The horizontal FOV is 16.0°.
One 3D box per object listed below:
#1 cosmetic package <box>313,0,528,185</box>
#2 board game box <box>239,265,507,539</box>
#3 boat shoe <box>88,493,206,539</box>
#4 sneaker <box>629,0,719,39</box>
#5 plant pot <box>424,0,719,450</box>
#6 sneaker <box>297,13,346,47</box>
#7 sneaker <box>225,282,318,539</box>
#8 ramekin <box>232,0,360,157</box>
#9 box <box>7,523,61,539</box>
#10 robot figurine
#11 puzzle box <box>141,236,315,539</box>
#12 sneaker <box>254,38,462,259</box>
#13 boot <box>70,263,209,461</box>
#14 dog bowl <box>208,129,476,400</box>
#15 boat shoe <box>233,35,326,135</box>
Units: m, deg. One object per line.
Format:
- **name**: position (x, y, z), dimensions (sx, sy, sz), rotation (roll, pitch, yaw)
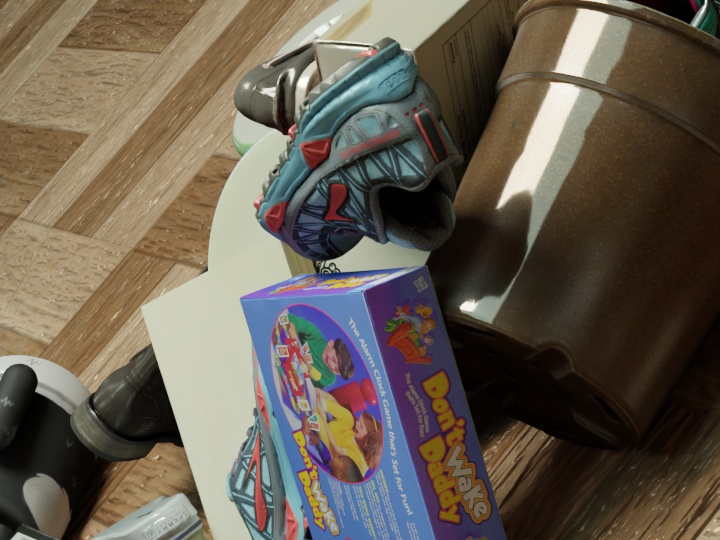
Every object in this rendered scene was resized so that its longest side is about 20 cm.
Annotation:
- **cosmetic package**: position (0.059, -0.134, 1.529), dimensions (0.071, 0.105, 0.200), rotation (9, 34, 31)
- **board game box**: position (0.011, 0.101, 1.424), dimensions (0.045, 0.200, 0.134), rotation (-21, 9, -31)
- **boat shoe**: position (-0.138, 0.190, 1.691), dimensions (0.072, 0.062, 0.200), rotation (-31, 1, -14)
- **sneaker**: position (0.210, -0.161, 1.600), dimensions (0.084, 0.121, 0.200), rotation (3, 50, 38)
- **plant pot**: position (0.132, -0.020, 1.442), dimensions (0.200, 0.200, 0.198), rotation (-1, 55, 59)
- **sneaker**: position (0.029, -0.128, 1.687), dimensions (0.200, 0.075, 0.081), rotation (-15, -30, -42)
- **sneaker**: position (-0.050, 0.108, 1.526), dimensions (0.096, 0.200, 0.079), rotation (-8, -1, 42)
- **ramekin**: position (-0.004, -0.126, 1.959), dimensions (0.200, 0.098, 0.200), rotation (-37, 24, 20)
- **box**: position (-0.130, 0.254, 1.393), dimensions (0.124, 0.200, 0.149), rotation (-50, 22, -15)
- **robot figurine**: position (-0.270, 0.154, 1.906), dimensions (0.150, 0.125, 0.200), rotation (-23, 32, 37)
- **puzzle box**: position (-0.058, 0.092, 1.598), dimensions (0.133, 0.200, 0.025), rotation (-26, -12, 38)
- **sneaker**: position (0.003, -0.039, 1.392), dimensions (0.079, 0.096, 0.200), rotation (-36, -12, -20)
- **boot**: position (-0.101, 0.047, 1.765), dimensions (0.174, 0.069, 0.200), rotation (-49, -9, 24)
- **dog bowl**: position (0.000, 0.000, 1.610), dimensions (0.200, 0.200, 0.079), rotation (-25, -13, 40)
- **boat shoe**: position (-0.002, -0.126, 1.557), dimensions (0.057, 0.067, 0.200), rotation (10, 21, 31)
